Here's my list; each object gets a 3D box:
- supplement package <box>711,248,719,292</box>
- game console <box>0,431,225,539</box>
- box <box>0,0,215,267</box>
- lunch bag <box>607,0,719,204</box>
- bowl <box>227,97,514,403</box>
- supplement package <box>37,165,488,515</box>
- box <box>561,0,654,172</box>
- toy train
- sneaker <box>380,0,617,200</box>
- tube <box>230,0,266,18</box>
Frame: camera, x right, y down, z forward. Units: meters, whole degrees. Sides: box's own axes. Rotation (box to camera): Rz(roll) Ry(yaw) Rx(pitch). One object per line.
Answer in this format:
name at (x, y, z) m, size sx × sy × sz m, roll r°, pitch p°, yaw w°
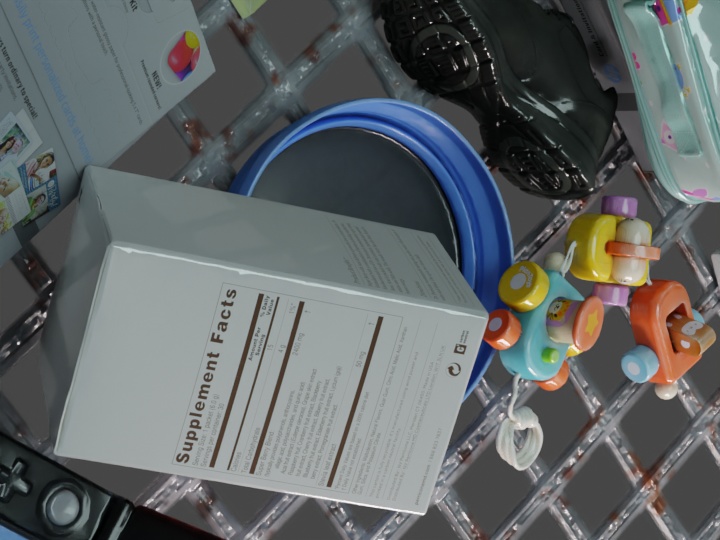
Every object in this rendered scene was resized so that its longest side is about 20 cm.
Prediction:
supplement package at (0.357, 0.057, 1.439) m, size 0.151 × 0.152 × 0.200 m, roll -25°, pitch 106°, yaw -32°
game console at (-0.165, 0.201, 1.110) m, size 0.172 × 0.119 × 0.200 m, roll 34°, pitch 73°, yaw -31°
box at (-0.171, -0.101, 1.100) m, size 0.200 × 0.041 × 0.156 m, roll -45°, pitch 143°, yaw -23°
lunch bag at (0.229, -0.147, 1.321) m, size 0.160 × 0.077 × 0.200 m, roll -27°, pitch 107°, yaw -28°
bowl at (0.000, 0.000, 1.261) m, size 0.200 × 0.039 × 0.201 m, roll -2°, pitch 94°, yaw -35°
supplement package at (-0.055, 0.036, 1.127) m, size 0.200 × 0.121 × 0.120 m, roll 11°, pitch 109°, yaw -17°
box at (0.200, -0.187, 1.378) m, size 0.156 × 0.041 × 0.200 m, roll -41°, pitch 114°, yaw -26°
toy train at (0.157, 0.039, 1.334) m, size 0.200 × 0.056 × 0.150 m, roll -30°, pitch 114°, yaw -42°
sneaker at (0.086, -0.133, 1.303) m, size 0.200 × 0.076 × 0.091 m, roll 49°, pitch 57°, yaw -33°
tube at (-0.003, -0.222, 1.201) m, size 0.200 × 0.052 × 0.058 m, roll -31°, pitch 73°, yaw 8°
